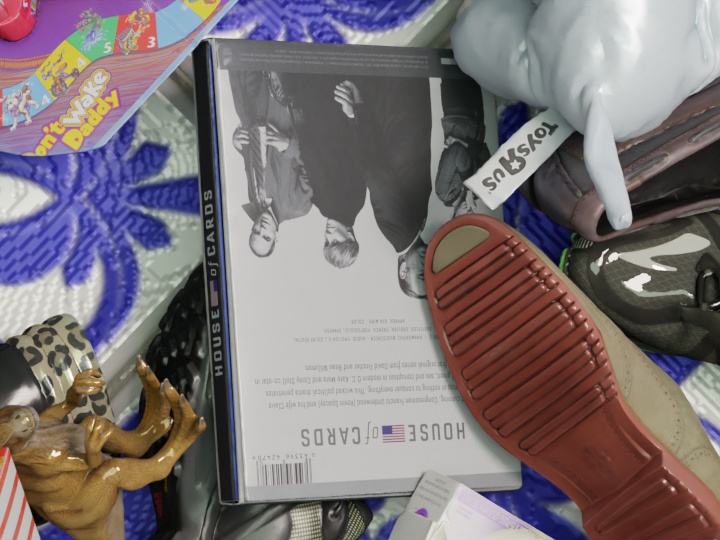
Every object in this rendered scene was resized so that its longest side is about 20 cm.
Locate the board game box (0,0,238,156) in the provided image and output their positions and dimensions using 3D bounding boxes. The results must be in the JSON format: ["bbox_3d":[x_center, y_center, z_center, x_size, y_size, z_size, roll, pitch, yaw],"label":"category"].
[{"bbox_3d":[-0.127,-0.148,1.194,0.200,0.039,0.158,-47,60,-3],"label":"board game box"}]

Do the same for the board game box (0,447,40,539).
[{"bbox_3d":[-0.217,0.161,1.105,0.198,0.046,0.152,-9,119,9],"label":"board game box"}]

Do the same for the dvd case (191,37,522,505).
[{"bbox_3d":[0.000,0.000,1.207,0.149,0.025,0.202,0,84,-32],"label":"dvd case"}]

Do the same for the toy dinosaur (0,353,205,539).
[{"bbox_3d":[-0.116,0.092,1.167,0.106,0.200,0.060,-38,54,-12],"label":"toy dinosaur"}]

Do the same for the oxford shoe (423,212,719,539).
[{"bbox_3d":[0.100,0.054,1.223,0.070,0.075,0.201,-31,98,27],"label":"oxford shoe"}]

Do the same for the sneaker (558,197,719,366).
[{"bbox_3d":[0.187,0.018,1.227,0.199,0.084,0.077,20,86,0],"label":"sneaker"}]

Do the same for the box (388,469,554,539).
[{"bbox_3d":[0.104,0.153,1.212,0.199,0.041,0.039,32,85,-22],"label":"box"}]

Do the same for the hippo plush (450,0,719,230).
[{"bbox_3d":[0.088,-0.147,1.155,0.200,0.159,0.162,-42,126,-32],"label":"hippo plush"}]

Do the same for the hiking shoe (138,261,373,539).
[{"bbox_3d":[-0.045,0.088,1.225,0.100,0.076,0.202,8,86,-24],"label":"hiking shoe"}]

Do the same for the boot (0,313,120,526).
[{"bbox_3d":[-0.172,0.128,1.199,0.153,0.073,0.205,-23,119,-28],"label":"boot"}]

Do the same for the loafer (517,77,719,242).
[{"bbox_3d":[0.168,-0.052,1.219,0.199,0.063,0.072,-14,129,-18],"label":"loafer"}]
